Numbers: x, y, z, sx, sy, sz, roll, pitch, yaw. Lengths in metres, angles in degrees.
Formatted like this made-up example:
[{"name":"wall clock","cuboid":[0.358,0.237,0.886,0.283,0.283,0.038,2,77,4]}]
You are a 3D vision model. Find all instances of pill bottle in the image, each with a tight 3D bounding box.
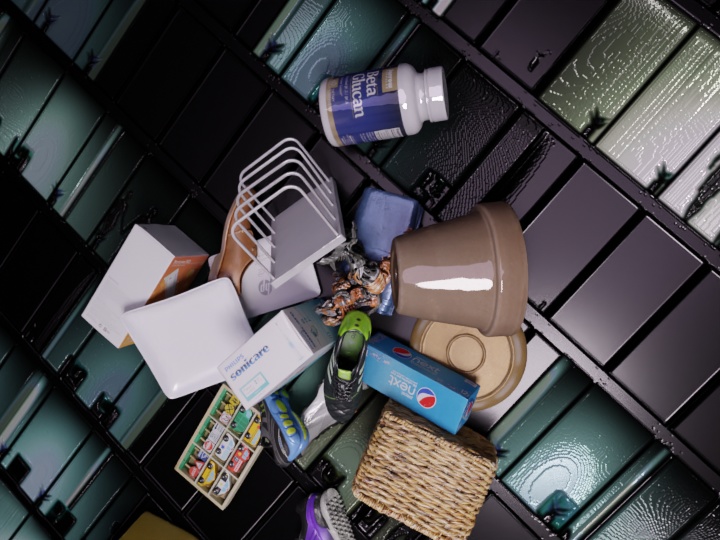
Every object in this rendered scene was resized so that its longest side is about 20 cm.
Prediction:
[{"name":"pill bottle","cuboid":[0.040,-0.271,0.956,0.197,0.111,0.113,-6,91,15]}]

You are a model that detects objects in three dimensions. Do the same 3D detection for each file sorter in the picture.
[{"name":"file sorter","cuboid":[-0.120,-0.104,0.944,0.138,0.201,0.125,-32,121,13]}]

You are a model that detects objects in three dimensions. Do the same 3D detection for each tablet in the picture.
[{"name":"tablet","cuboid":[-0.177,0.010,1.077,0.197,0.014,0.132,-17,88,15]}]

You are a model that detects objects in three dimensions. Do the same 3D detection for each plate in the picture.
[{"name":"plate","cuboid":[-0.289,0.118,1.046,0.197,0.032,0.202,-19,121,-1]}]

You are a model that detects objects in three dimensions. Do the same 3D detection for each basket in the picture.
[{"name":"basket","cuboid":[0.102,0.314,0.949,0.197,0.143,0.151,23,95,7]}]

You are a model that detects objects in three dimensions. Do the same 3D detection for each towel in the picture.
[{"name":"towel","cuboid":[0.029,-0.034,1.003,0.110,0.048,0.203,18,98,13]}]

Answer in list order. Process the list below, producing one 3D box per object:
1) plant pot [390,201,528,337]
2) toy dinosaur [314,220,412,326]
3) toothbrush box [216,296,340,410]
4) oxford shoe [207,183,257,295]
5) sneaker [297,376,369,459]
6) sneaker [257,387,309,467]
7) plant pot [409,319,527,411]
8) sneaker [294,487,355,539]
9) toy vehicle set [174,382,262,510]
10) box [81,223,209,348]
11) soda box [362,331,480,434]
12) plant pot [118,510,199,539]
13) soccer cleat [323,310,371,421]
[{"name":"plant pot","cuboid":[0.134,0.000,0.877,0.171,0.200,0.204,-2,92,-3]},{"name":"toy dinosaur","cuboid":[0.000,0.000,0.953,0.200,0.102,0.136,-45,105,-10]},{"name":"toothbrush box","cuboid":[-0.121,0.129,0.972,0.146,0.200,0.086,-40,83,12]},{"name":"oxford shoe","cuboid":[-0.212,-0.053,1.054,0.070,0.071,0.203,14,88,1]},{"name":"sneaker","cuboid":[-0.058,0.251,1.028,0.079,0.074,0.202,34,100,5]},{"name":"sneaker","cuboid":[-0.152,0.252,1.001,0.083,0.070,0.200,-57,35,8]},{"name":"plant pot","cuboid":[0.177,0.137,0.983,0.196,0.027,0.204,1,93,14]},{"name":"sneaker","cuboid":[-0.063,0.493,1.046,0.098,0.069,0.203,-18,84,21]},{"name":"toy vehicle set","cuboid":[-0.252,0.326,1.104,0.123,0.026,0.202,33,100,11]},{"name":"box","cuboid":[-0.389,0.025,1.077,0.097,0.124,0.201,37,101,10]},{"name":"soda box","cuboid":[0.088,0.180,0.964,0.198,0.064,0.069,26,112,24]},{"name":"plant pot","cuboid":[-0.362,0.598,1.070,0.197,0.196,0.197,15,96,4]},{"name":"soccer cleat","cuboid":[-0.025,0.161,0.935,0.066,0.081,0.203,12,111,4]}]
